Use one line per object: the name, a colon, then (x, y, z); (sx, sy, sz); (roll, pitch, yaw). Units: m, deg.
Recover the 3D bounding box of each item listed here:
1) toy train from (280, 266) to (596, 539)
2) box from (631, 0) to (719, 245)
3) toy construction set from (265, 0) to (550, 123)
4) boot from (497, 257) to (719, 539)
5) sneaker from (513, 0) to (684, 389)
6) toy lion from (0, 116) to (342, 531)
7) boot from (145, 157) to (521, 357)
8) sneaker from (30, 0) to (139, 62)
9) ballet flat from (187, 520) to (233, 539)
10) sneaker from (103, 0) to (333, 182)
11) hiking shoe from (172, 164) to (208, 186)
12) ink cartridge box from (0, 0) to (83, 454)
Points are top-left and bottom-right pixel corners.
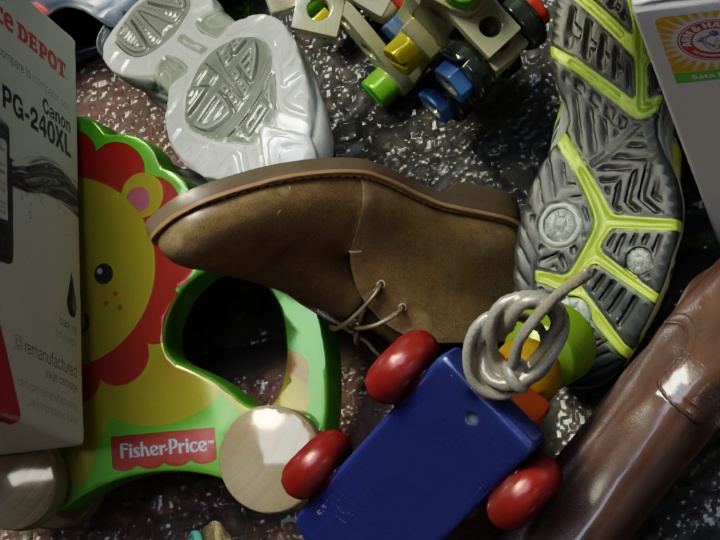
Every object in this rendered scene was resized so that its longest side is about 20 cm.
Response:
toy train: (0.062, 0.045, 0.721); (0.085, 0.116, 0.200); (45, 128, 8)
box: (0.182, -0.105, 0.743); (0.101, 0.200, 0.113); (-5, 63, 20)
toy construction set: (0.017, -0.131, 0.843); (0.092, 0.200, 0.131); (-43, 90, 7)
boot: (0.124, 0.064, 0.707); (0.064, 0.186, 0.200); (42, 81, 5)
sneaker: (0.120, -0.043, 0.817); (0.075, 0.076, 0.201); (8, 82, 23)
toy lion: (-0.110, 0.022, 0.838); (0.199, 0.069, 0.192); (-5, 82, 14)
boot: (0.000, 0.000, 0.780); (0.074, 0.200, 0.076); (-32, 62, 46)
sneaker: (-0.102, -0.150, 0.962); (0.200, 0.075, 0.085); (-18, 63, 21)
ballet flat: (-0.042, 0.205, 0.769); (0.065, 0.071, 0.201); (0, 65, -8)
sneaker: (-0.049, -0.076, 0.871); (0.078, 0.099, 0.200); (-44, 36, 3)
hiking shoe: (-0.147, -0.003, 0.913); (0.199, 0.076, 0.101); (-2, 81, 23)
ink cartridge box: (-0.184, -0.030, 0.766); (0.083, 0.145, 0.201); (-7, 75, 14)
